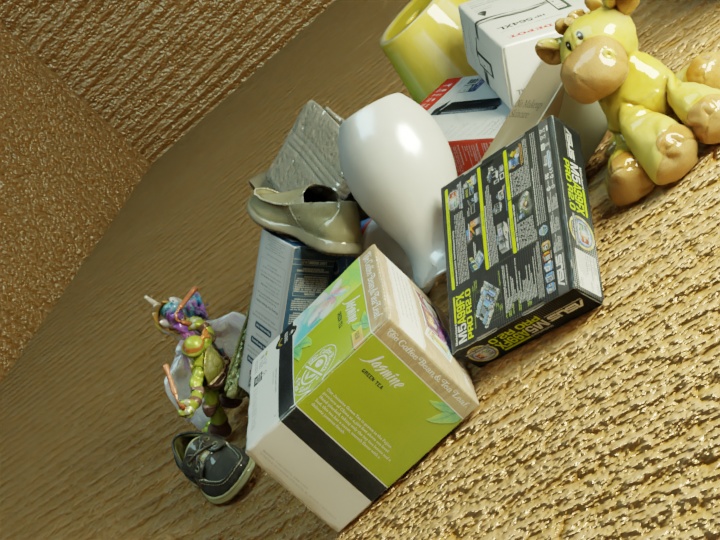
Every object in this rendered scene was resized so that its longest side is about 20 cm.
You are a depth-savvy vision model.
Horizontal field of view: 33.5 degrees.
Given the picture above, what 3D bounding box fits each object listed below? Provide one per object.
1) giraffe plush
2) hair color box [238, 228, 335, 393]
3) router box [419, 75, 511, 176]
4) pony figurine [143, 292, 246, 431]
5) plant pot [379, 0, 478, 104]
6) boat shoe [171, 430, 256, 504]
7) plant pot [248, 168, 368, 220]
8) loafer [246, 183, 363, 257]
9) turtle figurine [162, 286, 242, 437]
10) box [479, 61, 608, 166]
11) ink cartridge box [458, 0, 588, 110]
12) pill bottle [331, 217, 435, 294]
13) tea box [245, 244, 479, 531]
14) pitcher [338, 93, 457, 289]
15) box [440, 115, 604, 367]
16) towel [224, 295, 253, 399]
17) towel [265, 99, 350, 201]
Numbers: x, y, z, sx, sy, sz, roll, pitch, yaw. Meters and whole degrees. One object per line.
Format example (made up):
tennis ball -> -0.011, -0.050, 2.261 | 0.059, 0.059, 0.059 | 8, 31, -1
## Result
giraffe plush -> 0.262, -0.191, 1.180 | 0.172, 0.162, 0.201 | -41, 19, 18
hair color box -> -0.090, 0.059, 1.447 | 0.100, 0.060, 0.203 | 28, 111, 59
router box -> 0.140, -0.181, 1.468 | 0.178, 0.049, 0.200 | 0, 32, 38
pony figurine -> -0.230, 0.110, 1.708 | 0.167, 0.193, 0.200 | -45, -2, -7
plant pot -> 0.134, -0.293, 1.662 | 0.200, 0.189, 0.201 | -42, 17, 16
boat shoe -> -0.192, 0.238, 1.488 | 0.072, 0.066, 0.200 | -52, 18, -16
plant pot -> -0.027, -0.107, 1.701 | 0.199, 0.188, 0.187 | -35, 17, -5
loafer -> -0.061, -0.070, 1.410 | 0.199, 0.075, 0.069 | 24, 104, 45
turtle figurine -> -0.198, 0.129, 1.559 | 0.063, 0.162, 0.201 | -11, 43, 7
box -> 0.208, -0.150, 1.309 | 0.201, 0.077, 0.095 | -59, 19, -3
ink cartridge box -> 0.215, -0.278, 1.442 | 0.144, 0.085, 0.200 | -17, 28, -4
pill bottle -> 0.000, 0.000, 1.476 | 0.199, 0.112, 0.113 | -20, 31, 57
tea box -> -0.003, 0.112, 1.205 | 0.197, 0.134, 0.200 | -43, 18, 11
pitcher -> 0.059, -0.088, 1.342 | 0.120, 0.202, 0.172 | -28, -2, 6
box -> 0.152, -0.029, 1.168 | 0.160, 0.044, 0.202 | -33, 46, 39
towel -> -0.123, 0.072, 1.565 | 0.148, 0.036, 0.203 | 13, -85, -83
towel -> -0.055, -0.131, 1.532 | 0.133, 0.034, 0.200 | -60, 33, 15
